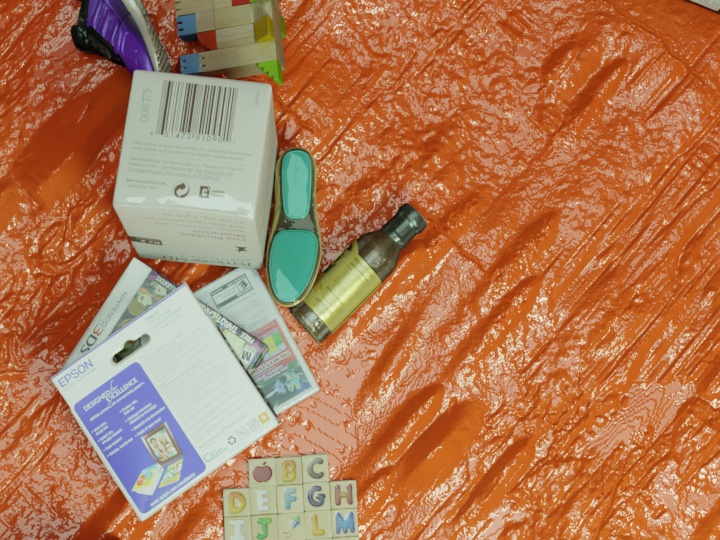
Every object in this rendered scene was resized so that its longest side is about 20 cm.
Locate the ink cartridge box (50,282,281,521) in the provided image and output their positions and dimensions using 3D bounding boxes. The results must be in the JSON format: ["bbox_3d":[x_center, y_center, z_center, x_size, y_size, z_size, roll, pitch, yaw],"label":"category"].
[{"bbox_3d":[-0.227,0.152,1.475,0.197,0.043,0.201,-34,87,-5],"label":"ink cartridge box"}]

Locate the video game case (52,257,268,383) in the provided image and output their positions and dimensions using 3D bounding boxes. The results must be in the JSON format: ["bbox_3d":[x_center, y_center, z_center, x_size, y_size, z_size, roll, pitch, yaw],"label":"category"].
[{"bbox_3d":[-0.241,0.113,1.520,0.199,0.036,0.182,33,83,3],"label":"video game case"}]

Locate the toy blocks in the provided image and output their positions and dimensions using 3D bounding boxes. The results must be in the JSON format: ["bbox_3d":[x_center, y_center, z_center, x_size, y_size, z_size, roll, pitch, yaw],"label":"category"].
[{"bbox_3d":[-0.172,-0.322,1.587,0.135,0.100,0.203,-7,82,9],"label":"toy blocks"}]

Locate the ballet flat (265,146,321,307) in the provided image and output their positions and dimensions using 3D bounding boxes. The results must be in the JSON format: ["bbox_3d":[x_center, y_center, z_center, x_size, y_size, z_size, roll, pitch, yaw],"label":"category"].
[{"bbox_3d":[-0.079,-0.050,1.553,0.068,0.063,0.203,6,77,-3],"label":"ballet flat"}]

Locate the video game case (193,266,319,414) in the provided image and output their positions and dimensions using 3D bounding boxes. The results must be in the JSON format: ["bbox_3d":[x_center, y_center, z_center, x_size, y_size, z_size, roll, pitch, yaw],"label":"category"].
[{"bbox_3d":[-0.178,0.116,1.551,0.198,0.023,0.184,-29,83,-6],"label":"video game case"}]

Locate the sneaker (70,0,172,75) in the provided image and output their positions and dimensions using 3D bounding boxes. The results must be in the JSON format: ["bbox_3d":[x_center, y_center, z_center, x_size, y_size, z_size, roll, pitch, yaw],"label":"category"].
[{"bbox_3d":[-0.310,-0.291,1.589,0.098,0.070,0.202,-26,79,3],"label":"sneaker"}]

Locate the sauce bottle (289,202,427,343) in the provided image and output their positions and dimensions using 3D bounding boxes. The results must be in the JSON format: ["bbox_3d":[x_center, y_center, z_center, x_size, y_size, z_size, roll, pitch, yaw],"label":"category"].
[{"bbox_3d":[0.000,0.000,1.550,0.200,0.065,0.065,-44,85,-8],"label":"sauce bottle"}]

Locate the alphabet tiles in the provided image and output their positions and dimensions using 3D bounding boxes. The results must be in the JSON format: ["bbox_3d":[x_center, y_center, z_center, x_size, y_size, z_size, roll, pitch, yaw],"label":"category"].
[{"bbox_3d":[-0.083,0.328,1.529,0.164,0.006,0.203,-3,82,-1],"label":"alphabet tiles"}]

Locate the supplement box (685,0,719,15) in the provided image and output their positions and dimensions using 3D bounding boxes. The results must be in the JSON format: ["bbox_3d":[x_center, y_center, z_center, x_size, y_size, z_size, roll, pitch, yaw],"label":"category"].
[{"bbox_3d":[0.444,-0.457,1.586,0.198,0.133,0.200,22,82,2],"label":"supplement box"}]

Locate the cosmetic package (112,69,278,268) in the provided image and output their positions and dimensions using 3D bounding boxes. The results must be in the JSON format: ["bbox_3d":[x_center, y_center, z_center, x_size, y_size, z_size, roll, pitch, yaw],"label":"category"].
[{"bbox_3d":[-0.188,-0.114,1.485,0.162,0.200,0.168,6,73,1],"label":"cosmetic package"}]
